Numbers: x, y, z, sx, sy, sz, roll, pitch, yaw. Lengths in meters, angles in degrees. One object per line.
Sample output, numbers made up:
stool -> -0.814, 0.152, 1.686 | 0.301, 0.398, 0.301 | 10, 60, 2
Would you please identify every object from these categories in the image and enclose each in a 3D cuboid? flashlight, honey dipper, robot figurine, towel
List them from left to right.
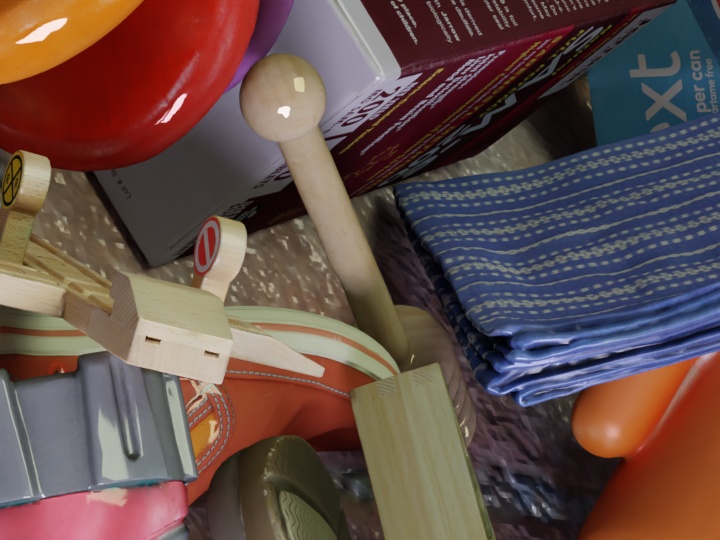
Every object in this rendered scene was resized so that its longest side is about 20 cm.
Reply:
flashlight -> -0.057, 0.122, 0.640 | 0.068, 0.067, 0.201 | 13, 65, -73
honey dipper -> 0.000, 0.000, 0.796 | 0.200, 0.038, 0.038 | 69, 5, -59
towel -> 0.090, -0.015, 0.871 | 0.200, 0.144, 0.024 | -116, -168, -72
robot figurine -> 0.143, 0.066, 0.903 | 0.143, 0.117, 0.201 | 26, 68, 16

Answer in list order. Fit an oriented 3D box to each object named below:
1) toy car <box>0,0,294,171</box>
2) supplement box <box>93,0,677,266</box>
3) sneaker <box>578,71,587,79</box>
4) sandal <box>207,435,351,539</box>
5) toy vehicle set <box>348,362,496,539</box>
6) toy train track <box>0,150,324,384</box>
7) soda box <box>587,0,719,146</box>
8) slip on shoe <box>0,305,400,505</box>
toy car -> -0.073, -0.105, 0.732 | 0.200, 0.174, 0.151 | -63, 133, -66
supplement box -> 0.008, -0.070, 0.904 | 0.061, 0.109, 0.200 | 58, 34, 7
sneaker -> 0.049, -0.135, 1.038 | 0.199, 0.084, 0.075 | 22, 44, -41
sandal -> -0.012, 0.119, 0.708 | 0.200, 0.054, 0.082 | 67, 7, -49
toy vehicle set -> 0.041, 0.141, 0.764 | 0.124, 0.026, 0.201 | 70, 5, -61
toy train track -> -0.076, -0.012, 0.695 | 0.114, 0.033, 0.200 | 14, 5, -27
soda box -> 0.118, -0.114, 1.038 | 0.064, 0.067, 0.201 | -44, 128, -58
slip on shoe -> -0.064, 0.044, 0.748 | 0.199, 0.074, 0.062 | 1, 73, -48
